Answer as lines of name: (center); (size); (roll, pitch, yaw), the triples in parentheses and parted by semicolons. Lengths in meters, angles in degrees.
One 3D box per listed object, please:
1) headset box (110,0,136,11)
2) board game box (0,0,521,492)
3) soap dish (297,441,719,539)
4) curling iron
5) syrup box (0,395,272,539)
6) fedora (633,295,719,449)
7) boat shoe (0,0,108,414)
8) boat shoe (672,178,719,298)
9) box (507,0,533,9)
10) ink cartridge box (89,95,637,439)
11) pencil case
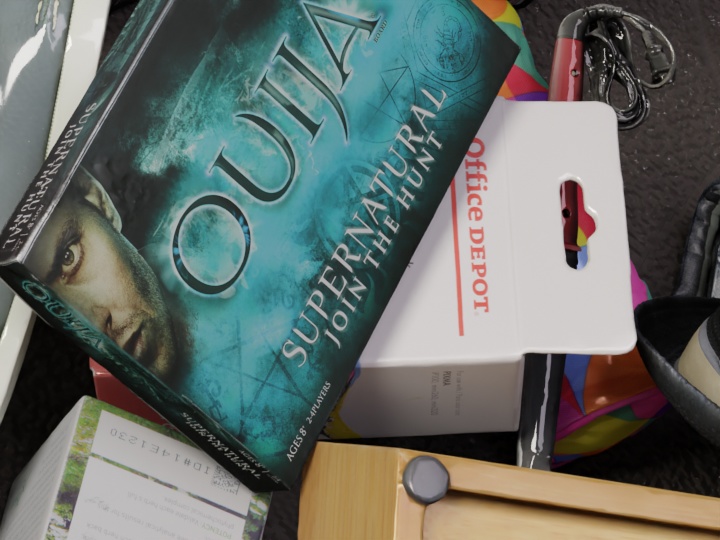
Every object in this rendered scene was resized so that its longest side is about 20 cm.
headset box: (-0.086, -0.170, 1.159); (0.200, 0.149, 0.077); (-30, 79, -40)
board game box: (-0.033, -0.042, 1.034); (0.135, 0.028, 0.200); (41, 62, -27)
soap dish: (0.076, 0.143, 1.012); (0.199, 0.081, 0.158); (10, 67, -16)
curling iron: (0.085, -0.014, 1.146); (0.049, 0.026, 0.201); (11, 73, 7)
syrup box: (-0.096, 0.153, 1.008); (0.079, 0.081, 0.200); (23, 54, -15)
fedora: (0.206, 0.028, 1.118); (0.200, 0.092, 0.201); (22, 21, -9)
boat shoe: (-0.141, -0.011, 1.043); (0.062, 0.073, 0.201); (15, 92, -7)
boat shoe: (0.177, 0.053, 1.241); (0.091, 0.071, 0.201); (20, 49, -16)
box: (0.052, -0.158, 1.200); (0.159, 0.200, 0.046); (-15, 76, -35)
ink cartridge box: (0.000, 0.000, 1.112); (0.199, 0.068, 0.117); (-2, 61, 0)
pencil case: (0.066, -0.020, 1.206); (0.088, 0.088, 0.200); (-13, 71, -35)
